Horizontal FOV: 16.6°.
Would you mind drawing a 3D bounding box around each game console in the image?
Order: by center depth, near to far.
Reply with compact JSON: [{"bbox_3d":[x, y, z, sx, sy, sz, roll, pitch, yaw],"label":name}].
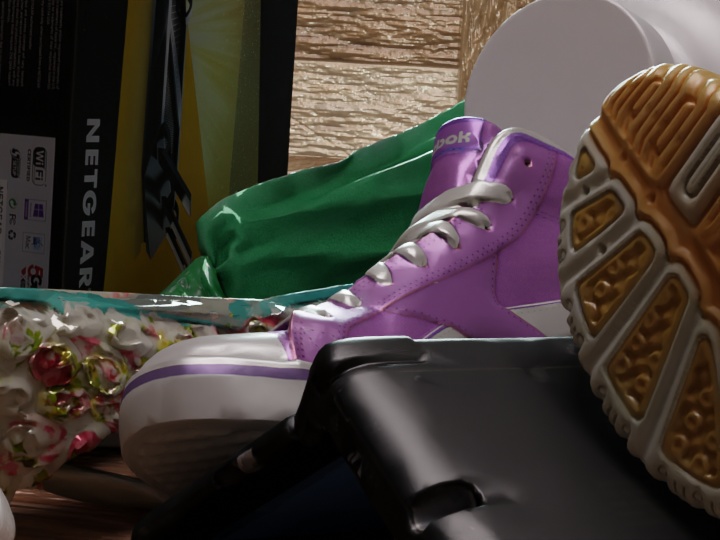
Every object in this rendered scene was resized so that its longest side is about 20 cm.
[{"bbox_3d":[0.071,0.078,0.609,0.199,0.117,0.176,-1,37,-30],"label":"game console"}]

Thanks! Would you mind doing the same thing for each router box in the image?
[{"bbox_3d":[-0.078,-0.085,0.857,0.052,0.201,0.157,6,6,25],"label":"router box"}]

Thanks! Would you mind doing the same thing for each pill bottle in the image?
[{"bbox_3d":[0.114,-0.032,0.855,0.110,0.112,0.200,7,-10,34],"label":"pill bottle"}]

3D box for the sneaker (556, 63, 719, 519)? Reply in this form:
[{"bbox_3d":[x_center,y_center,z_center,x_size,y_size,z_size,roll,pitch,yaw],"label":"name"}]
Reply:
[{"bbox_3d":[0.121,0.034,0.538,0.087,0.076,0.200,3,41,-45],"label":"sneaker"}]

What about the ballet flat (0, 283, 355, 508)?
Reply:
[{"bbox_3d":[-0.052,0.037,0.730,0.075,0.064,0.199,-14,-8,43],"label":"ballet flat"}]

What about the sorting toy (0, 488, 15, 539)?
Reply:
[{"bbox_3d":[-0.169,0.039,0.520,0.199,0.108,0.180,-1,14,-42],"label":"sorting toy"}]

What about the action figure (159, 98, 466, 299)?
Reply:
[{"bbox_3d":[0.000,0.000,0.858,0.199,0.119,0.055,-14,-2,-44],"label":"action figure"}]

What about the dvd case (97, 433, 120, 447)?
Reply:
[{"bbox_3d":[-0.145,0.042,0.863,0.199,0.018,0.143,1,6,-18],"label":"dvd case"}]

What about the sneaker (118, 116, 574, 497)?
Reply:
[{"bbox_3d":[0.010,0.010,0.708,0.200,0.115,0.073,4,-24,-40],"label":"sneaker"}]
